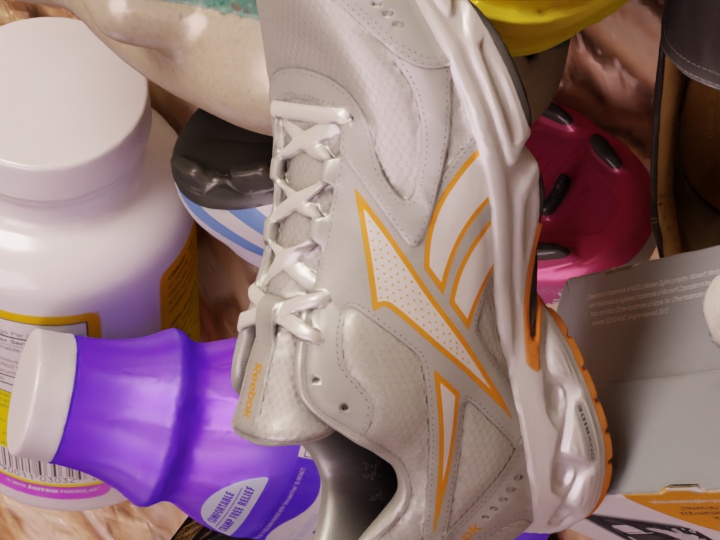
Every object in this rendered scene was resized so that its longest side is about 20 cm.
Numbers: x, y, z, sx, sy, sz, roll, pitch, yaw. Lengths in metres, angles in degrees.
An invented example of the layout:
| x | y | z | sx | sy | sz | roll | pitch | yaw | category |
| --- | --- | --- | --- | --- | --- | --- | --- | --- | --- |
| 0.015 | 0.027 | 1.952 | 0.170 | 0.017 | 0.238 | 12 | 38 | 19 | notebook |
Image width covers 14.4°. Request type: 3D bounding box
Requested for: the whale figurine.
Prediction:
| x | y | z | sx | sy | sz | roll | pitch | yaw | category |
| --- | --- | --- | --- | --- | --- | --- | --- | --- | --- |
| -0.028 | -0.102 | 0.865 | 0.200 | 0.159 | 0.104 | 19 | 105 | 33 | whale figurine |

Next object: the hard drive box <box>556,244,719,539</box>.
| x | y | z | sx | sy | sz | roll | pitch | yaw | category |
| --- | --- | --- | --- | --- | --- | --- | --- | --- | --- |
| 0.167 | 0.065 | 0.829 | 0.200 | 0.077 | 0.156 | 23 | 167 | -18 | hard drive box |

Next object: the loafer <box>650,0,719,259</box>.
| x | y | z | sx | sy | sz | roll | pitch | yaw | category |
| --- | --- | --- | --- | --- | --- | --- | --- | --- | --- |
| 0.118 | -0.073 | 0.797 | 0.073 | 0.072 | 0.200 | 23 | 144 | 23 | loafer |

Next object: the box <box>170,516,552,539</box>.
| x | y | z | sx | sy | sz | roll | pitch | yaw | category |
| --- | --- | --- | --- | --- | --- | --- | --- | --- | --- |
| 0.029 | 0.158 | 1.195 | 0.199 | 0.050 | 0.200 | 45 | 148 | -9 | box |

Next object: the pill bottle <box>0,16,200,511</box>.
| x | y | z | sx | sy | sz | roll | pitch | yaw | category |
| --- | --- | --- | --- | --- | --- | --- | --- | --- | --- |
| -0.113 | -0.002 | 1.079 | 0.104 | 0.104 | 0.200 | 26 | 145 | 17 | pill bottle |

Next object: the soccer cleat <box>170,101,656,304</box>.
| x | y | z | sx | sy | sz | roll | pitch | yaw | category |
| --- | --- | --- | --- | --- | --- | --- | --- | --- | --- |
| 0.027 | -0.020 | 0.970 | 0.200 | 0.070 | 0.086 | 13 | 156 | 37 | soccer cleat |

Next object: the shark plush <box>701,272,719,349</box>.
| x | y | z | sx | sy | sz | roll | pitch | yaw | category |
| --- | --- | --- | --- | --- | --- | --- | --- | --- | --- |
| 0.168 | -0.038 | 0.630 | 0.091 | 0.200 | 0.083 | 53 | 170 | 8 | shark plush |

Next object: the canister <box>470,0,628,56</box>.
| x | y | z | sx | sy | sz | roll | pitch | yaw | category |
| --- | --- | --- | --- | --- | --- | --- | --- | --- | --- |
| 0.040 | -0.158 | 0.697 | 0.149 | 0.086 | 0.200 | 56 | 160 | 10 | canister |

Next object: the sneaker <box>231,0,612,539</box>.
| x | y | z | sx | sy | sz | roll | pitch | yaw | category |
| --- | --- | --- | --- | --- | --- | --- | --- | --- | --- |
| 0.000 | 0.000 | 0.755 | 0.076 | 0.092 | 0.200 | 20 | 134 | 59 | sneaker |

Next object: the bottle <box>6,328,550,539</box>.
| x | y | z | sx | sy | sz | roll | pitch | yaw | category |
| --- | --- | --- | --- | --- | --- | --- | --- | --- | --- |
| -0.027 | 0.063 | 1.036 | 0.200 | 0.065 | 0.084 | 12 | 146 | -16 | bottle |
